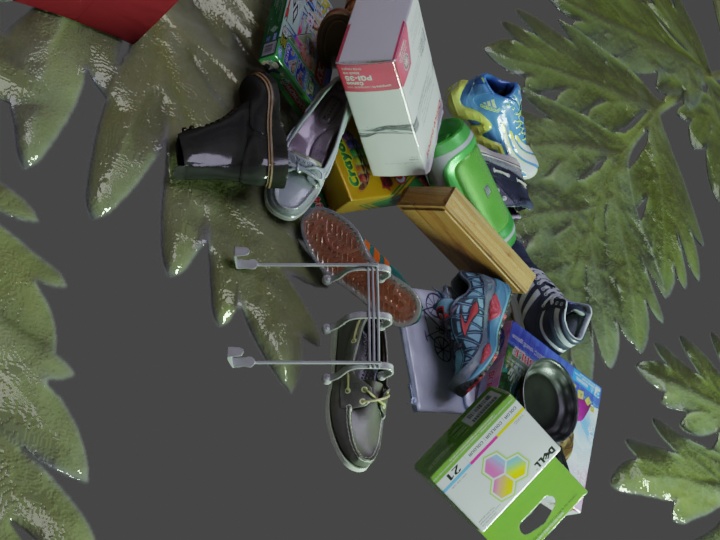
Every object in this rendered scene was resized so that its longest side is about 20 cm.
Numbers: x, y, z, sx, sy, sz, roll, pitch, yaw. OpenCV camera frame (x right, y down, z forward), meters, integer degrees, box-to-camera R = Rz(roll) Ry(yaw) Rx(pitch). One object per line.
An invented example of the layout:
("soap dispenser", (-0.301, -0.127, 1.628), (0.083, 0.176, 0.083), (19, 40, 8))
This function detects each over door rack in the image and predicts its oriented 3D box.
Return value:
("over door rack", (-0.062, 0.056, 1.420), (0.199, 0.067, 0.148), (6, 60, -12))

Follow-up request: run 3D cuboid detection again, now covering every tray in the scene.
("tray", (0.146, -0.040, 1.628), (0.200, 0.099, 0.037), (43, 67, -33))

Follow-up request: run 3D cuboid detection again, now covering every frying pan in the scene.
("frying pan", (0.267, 0.210, 1.598), (0.115, 0.031, 0.190), (-28, 98, -44))

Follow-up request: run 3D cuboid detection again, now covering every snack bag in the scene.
("snack bag", (0.129, 0.107, 1.617), (0.200, 0.021, 0.189), (10, 62, -39))

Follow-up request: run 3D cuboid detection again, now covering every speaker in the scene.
("speaker", (0.151, -0.114, 1.678), (0.200, 0.088, 0.089), (61, 38, -28))

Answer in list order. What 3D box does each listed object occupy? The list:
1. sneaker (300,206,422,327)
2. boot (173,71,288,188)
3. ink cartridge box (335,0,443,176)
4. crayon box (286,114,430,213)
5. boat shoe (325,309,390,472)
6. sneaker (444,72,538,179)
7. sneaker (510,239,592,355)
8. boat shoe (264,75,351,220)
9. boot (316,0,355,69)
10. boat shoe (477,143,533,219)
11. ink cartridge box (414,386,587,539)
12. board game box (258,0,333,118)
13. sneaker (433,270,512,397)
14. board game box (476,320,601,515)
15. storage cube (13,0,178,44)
("sneaker", (0.000, 0.000, 1.532), (0.200, 0.071, 0.080), (46, 0, 7))
("boot", (-0.170, -0.183, 1.474), (0.138, 0.078, 0.200), (0, 41, -15))
("ink cartridge box", (0.043, -0.241, 1.546), (0.200, 0.083, 0.147), (71, 26, -46))
("crayon box", (-0.003, -0.147, 1.617), (0.200, 0.051, 0.127), (-12, 77, -45))
("boat shoe", (0.002, 0.143, 1.448), (0.072, 0.060, 0.202), (20, 55, -34))
("sneaker", (0.226, -0.227, 1.836), (0.200, 0.105, 0.076), (40, 46, -19))
("sneaker", (0.269, 0.032, 1.726), (0.070, 0.108, 0.201), (8, 62, -41))
("boat shoe", (-0.063, -0.159, 1.518), (0.074, 0.065, 0.202), (29, 72, -1))
("boot", (-0.004, -0.344, 1.659), (0.200, 0.076, 0.156), (51, 39, -56))
("boat shoe", (0.183, -0.129, 1.760), (0.200, 0.075, 0.093), (3, 57, -43))
("ink cartridge box", (0.191, 0.268, 1.491), (0.148, 0.076, 0.200), (-45, 102, -8))
("board game box", (-0.080, -0.316, 1.621), (0.135, 0.029, 0.200), (51, 37, -44))
("sneaker", (0.134, 0.081, 1.585), (0.095, 0.079, 0.200), (27, 46, -6))
("board game box", (0.243, 0.204, 1.629), (0.200, 0.041, 0.200), (35, 54, -28))
("storage cube", (-0.297, -0.404, 1.394), (0.171, 0.180, 0.201), (14, 59, -37))
